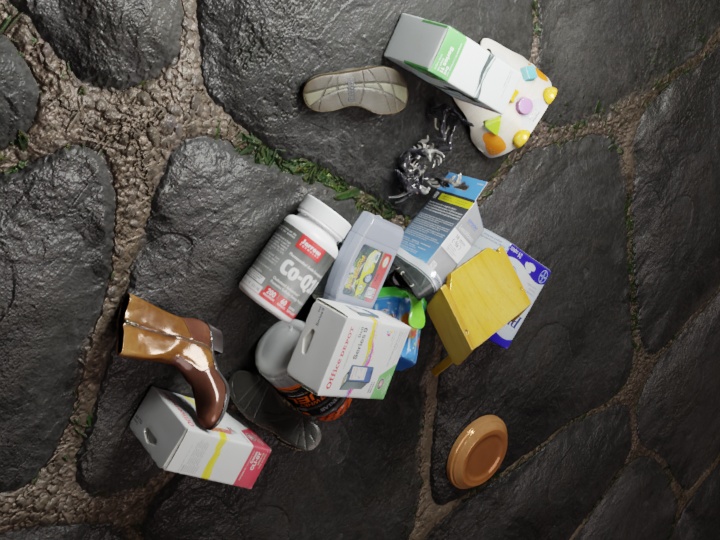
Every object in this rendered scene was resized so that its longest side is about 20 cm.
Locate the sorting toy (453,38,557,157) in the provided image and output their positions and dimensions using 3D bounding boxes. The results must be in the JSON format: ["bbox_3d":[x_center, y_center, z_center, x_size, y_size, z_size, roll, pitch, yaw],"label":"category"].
[{"bbox_3d":[0.265,-0.345,1.742,0.179,0.107,0.202,33,89,-27],"label":"sorting toy"}]

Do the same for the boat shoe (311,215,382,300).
[{"bbox_3d":[-0.024,-0.029,1.663,0.201,0.070,0.072,-43,133,-24],"label":"boat shoe"}]

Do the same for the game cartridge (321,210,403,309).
[{"bbox_3d":[0.000,0.000,1.618,0.132,0.041,0.203,18,96,-53],"label":"game cartridge"}]

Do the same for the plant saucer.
[{"bbox_3d":[0.294,0.452,2.220,0.198,0.037,0.203,-20,124,-32],"label":"plant saucer"}]

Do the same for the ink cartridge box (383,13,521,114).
[{"bbox_3d":[0.162,-0.358,1.577,0.198,0.146,0.084,20,99,-38],"label":"ink cartridge box"}]

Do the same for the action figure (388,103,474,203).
[{"bbox_3d":[0.133,-0.205,1.681,0.202,0.101,0.119,-61,147,1],"label":"action figure"}]

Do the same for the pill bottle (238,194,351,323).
[{"bbox_3d":[-0.110,-0.021,1.554,0.201,0.113,0.114,-55,136,-3],"label":"pill bottle"}]

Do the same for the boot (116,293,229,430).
[{"bbox_3d":[-0.300,0.148,1.449,0.199,0.068,0.191,27,54,-47],"label":"boot"}]

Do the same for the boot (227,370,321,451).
[{"bbox_3d":[-0.158,0.267,1.673,0.074,0.198,0.151,-56,174,-14],"label":"boot"}]

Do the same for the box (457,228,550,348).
[{"bbox_3d":[0.286,0.040,1.943,0.183,0.105,0.202,27,94,-45],"label":"box"}]

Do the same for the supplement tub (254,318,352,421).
[{"bbox_3d":[-0.098,0.189,1.672,0.123,0.122,0.200,-48,135,-10],"label":"supplement tub"}]

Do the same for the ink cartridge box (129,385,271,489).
[{"bbox_3d":[-0.274,0.288,1.553,0.199,0.145,0.084,27,95,-46],"label":"ink cartridge box"}]

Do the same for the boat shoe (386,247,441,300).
[{"bbox_3d":[0.077,0.003,1.673,0.056,0.199,0.069,-37,117,-13],"label":"boat shoe"}]

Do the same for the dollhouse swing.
[{"bbox_3d":[0.198,0.082,1.765,0.199,0.175,0.184,-31,95,-38],"label":"dollhouse swing"}]

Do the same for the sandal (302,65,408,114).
[{"bbox_3d":[-0.011,-0.306,1.538,0.197,0.055,0.083,-10,113,-21],"label":"sandal"}]

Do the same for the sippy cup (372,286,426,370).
[{"bbox_3d":[0.059,0.117,1.722,0.178,0.137,0.132,72,18,-66],"label":"sippy cup"}]

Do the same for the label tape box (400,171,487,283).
[{"bbox_3d":[0.163,-0.083,1.734,0.063,0.144,0.201,42,83,-29],"label":"label tape box"}]

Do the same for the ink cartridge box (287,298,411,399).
[{"bbox_3d":[-0.018,0.140,1.575,0.199,0.087,0.147,16,98,-52],"label":"ink cartridge box"}]
